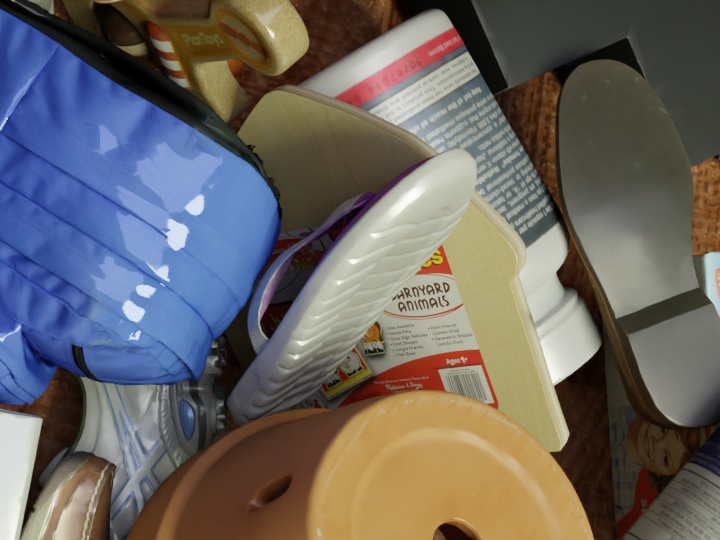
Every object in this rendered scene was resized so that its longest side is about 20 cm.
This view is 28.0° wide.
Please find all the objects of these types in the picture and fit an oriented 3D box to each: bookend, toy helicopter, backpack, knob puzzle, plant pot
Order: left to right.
[{"bbox_3d":[-0.145,-0.020,0.660,0.200,0.163,0.168,26,83,3],"label":"backpack"},{"bbox_3d":[-0.090,-0.125,0.691,0.079,0.200,0.132,-44,117,-20],"label":"toy helicopter"},{"bbox_3d":[0.000,0.000,0.719,0.030,0.220,0.220,-37,98,-49],"label":"knob puzzle"},{"bbox_3d":[0.009,0.139,0.629,0.200,0.140,0.200,15,56,-24],"label":"plant pot"},{"bbox_3d":[0.133,-0.125,0.840,0.199,0.092,0.200,-26,95,-21],"label":"bookend"}]

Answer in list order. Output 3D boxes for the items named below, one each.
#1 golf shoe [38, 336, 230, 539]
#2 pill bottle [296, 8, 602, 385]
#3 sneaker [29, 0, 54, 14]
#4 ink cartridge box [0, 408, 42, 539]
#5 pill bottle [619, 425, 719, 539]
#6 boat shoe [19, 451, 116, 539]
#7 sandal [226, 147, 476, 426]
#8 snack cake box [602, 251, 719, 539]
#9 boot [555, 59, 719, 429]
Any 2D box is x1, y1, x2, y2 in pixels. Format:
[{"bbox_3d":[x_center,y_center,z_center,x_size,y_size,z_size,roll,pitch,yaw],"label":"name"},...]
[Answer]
[{"bbox_3d":[-0.112,0.122,0.732,0.097,0.078,0.200,-3,80,-3],"label":"golf shoe"},{"bbox_3d":[0.042,-0.026,0.775,0.120,0.120,0.200,-33,95,-22],"label":"pill bottle"},{"bbox_3d":[-0.227,-0.190,0.703,0.200,0.092,0.076,36,71,-14],"label":"sneaker"},{"bbox_3d":[-0.206,0.156,0.636,0.083,0.146,0.200,13,79,-17],"label":"ink cartridge box"},{"bbox_3d":[0.174,0.160,0.697,0.112,0.112,0.200,43,85,-11],"label":"pill bottle"},{"bbox_3d":[-0.131,0.183,0.681,0.072,0.076,0.200,10,102,2],"label":"boat shoe"},{"bbox_3d":[-0.020,0.007,0.665,0.050,0.203,0.082,49,42,14],"label":"sandal"},{"bbox_3d":[0.199,0.094,0.825,0.067,0.115,0.200,0,83,-22],"label":"snack cake box"},{"bbox_3d":[0.141,-0.011,0.771,0.074,0.075,0.200,-12,83,-9],"label":"boot"}]
